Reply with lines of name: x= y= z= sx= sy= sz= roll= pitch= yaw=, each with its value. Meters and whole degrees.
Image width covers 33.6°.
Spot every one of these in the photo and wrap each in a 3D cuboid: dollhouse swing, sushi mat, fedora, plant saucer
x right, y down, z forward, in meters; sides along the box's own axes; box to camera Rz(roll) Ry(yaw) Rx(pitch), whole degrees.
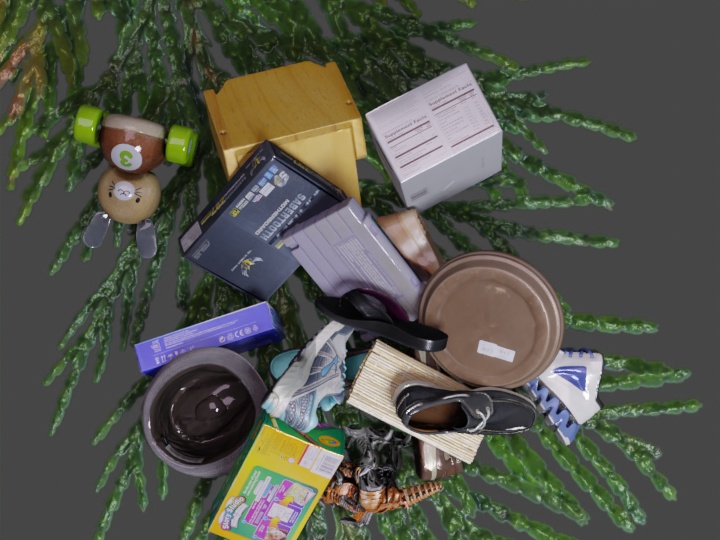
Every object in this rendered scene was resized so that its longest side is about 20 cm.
dollhouse swing: x=-0.104 y=-0.168 z=1.736 sx=0.199 sy=0.176 sz=0.182 roll=-16 pitch=52 yaw=-9
sushi mat: x=0.085 y=0.179 z=1.624 sx=0.199 sy=0.012 sz=0.096 roll=28 pitch=79 yaw=-10
fedora: x=-0.207 y=0.194 z=1.679 sx=0.200 sy=0.090 sz=0.177 roll=-38 pitch=89 yaw=12
plant saucer: x=0.171 y=0.071 z=1.594 sx=0.199 sy=0.029 sz=0.201 roll=5 pitch=111 yaw=15

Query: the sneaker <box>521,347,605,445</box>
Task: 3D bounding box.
sneaker: x=0.274 y=0.129 z=1.661 sx=0.115 sy=0.081 sz=0.200 roll=-32 pitch=83 yaw=-5

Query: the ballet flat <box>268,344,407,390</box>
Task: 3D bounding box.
ballet flat: x=-0.028 y=0.143 z=1.690 sx=0.199 sy=0.068 sz=0.068 roll=-1 pitch=77 yaw=8

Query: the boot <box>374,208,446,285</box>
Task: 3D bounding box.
boot: x=0.047 y=0.025 z=1.718 sx=0.166 sy=0.072 sz=0.201 roll=-26 pitch=90 yaw=18

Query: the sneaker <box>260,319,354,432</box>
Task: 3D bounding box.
sneaker: x=-0.055 y=0.143 z=1.607 sx=0.086 sy=0.078 sz=0.200 roll=42 pitch=47 yaw=-2

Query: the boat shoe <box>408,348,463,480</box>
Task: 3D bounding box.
boat shoe: x=0.110 y=0.189 z=1.672 sx=0.074 sy=0.075 sz=0.204 roll=-2 pitch=85 yaw=-8

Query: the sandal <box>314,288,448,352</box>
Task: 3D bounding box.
sandal: x=0.031 y=0.057 z=1.607 sx=0.200 sy=0.075 sz=0.048 roll=18 pitch=107 yaw=27

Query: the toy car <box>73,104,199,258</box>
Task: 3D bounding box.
toy car: x=-0.339 y=-0.124 z=1.746 sx=0.163 sy=0.158 sz=0.201 roll=12 pitch=92 yaw=-2

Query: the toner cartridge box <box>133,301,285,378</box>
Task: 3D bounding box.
toner cartridge box: x=-0.214 y=0.102 z=1.707 sx=0.199 sy=0.095 sz=0.043 roll=-18 pitch=77 yaw=2

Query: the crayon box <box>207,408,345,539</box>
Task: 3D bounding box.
crayon box: x=-0.115 y=0.286 z=1.614 sx=0.118 sy=0.058 sz=0.201 roll=23 pitch=115 yaw=-11

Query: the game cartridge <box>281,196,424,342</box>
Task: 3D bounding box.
game cartridge: x=0.000 y=0.000 z=1.653 sx=0.129 sy=0.038 sz=0.200 roll=-27 pitch=113 yaw=28

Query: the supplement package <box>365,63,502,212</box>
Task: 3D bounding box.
supplement package: x=0.106 y=-0.177 z=1.670 sx=0.155 sy=0.200 sz=0.111 roll=-27 pitch=77 yaw=1

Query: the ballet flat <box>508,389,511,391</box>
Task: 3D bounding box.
ballet flat: x=0.148 y=0.090 z=1.653 sx=0.075 sy=0.068 sz=0.201 roll=-17 pitch=105 yaw=3

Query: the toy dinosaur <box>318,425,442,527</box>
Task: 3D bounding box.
toy dinosaur: x=0.022 y=0.285 z=1.639 sx=0.199 sy=0.102 sz=0.137 roll=3 pitch=80 yaw=15

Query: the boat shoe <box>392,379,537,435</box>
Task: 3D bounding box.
boat shoe: x=0.144 y=0.195 z=1.588 sx=0.199 sy=0.068 sz=0.072 roll=7 pitch=109 yaw=-13

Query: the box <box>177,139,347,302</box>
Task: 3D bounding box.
box: x=-0.133 y=-0.065 z=1.674 sx=0.200 sy=0.157 sz=0.051 roll=-45 pitch=40 yaw=16
